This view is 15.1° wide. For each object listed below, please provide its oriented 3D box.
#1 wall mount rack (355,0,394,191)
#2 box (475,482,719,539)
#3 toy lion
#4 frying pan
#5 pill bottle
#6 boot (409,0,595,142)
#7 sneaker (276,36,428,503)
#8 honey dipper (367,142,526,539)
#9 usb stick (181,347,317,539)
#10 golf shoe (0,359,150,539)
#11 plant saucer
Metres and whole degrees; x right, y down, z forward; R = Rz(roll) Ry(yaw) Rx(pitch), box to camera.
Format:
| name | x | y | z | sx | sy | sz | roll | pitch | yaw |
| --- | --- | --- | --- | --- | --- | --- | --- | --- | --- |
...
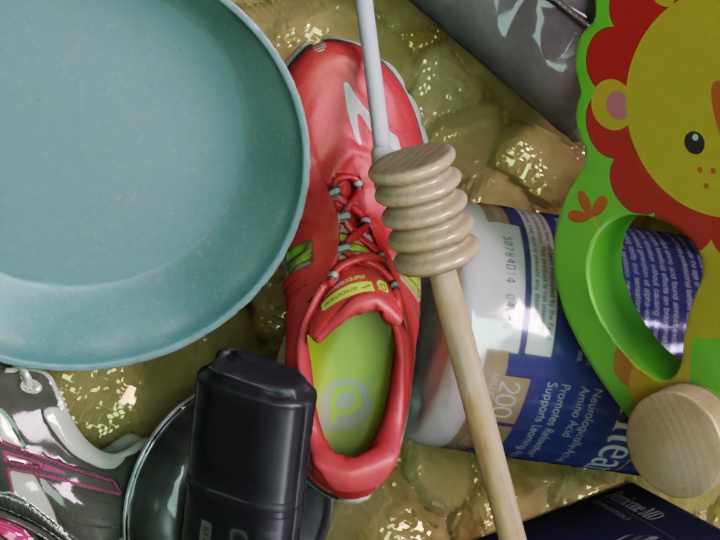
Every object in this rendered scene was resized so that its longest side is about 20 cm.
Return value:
| name | x | y | z | sx | sy | sz | roll | pitch | yaw |
| --- | --- | --- | --- | --- | --- | --- | --- | --- | --- |
| wall mount rack | 0.061 | -0.127 | 1.140 | 0.200 | 0.075 | 0.174 | -3 | 115 | -17 |
| box | 0.072 | 0.185 | 1.208 | 0.200 | 0.148 | 0.104 | -20 | 100 | -12 |
| toy lion | 0.149 | -0.035 | 1.093 | 0.069 | 0.200 | 0.192 | -19 | 71 | -50 |
| frying pan | -0.077 | 0.133 | 1.199 | 0.190 | 0.031 | 0.115 | -51 | 127 | -18 |
| pill bottle | 0.122 | 0.036 | 1.222 | 0.200 | 0.111 | 0.111 | 9 | 94 | -15 |
| boot | 0.025 | -0.127 | 1.200 | 0.200 | 0.073 | 0.182 | 43 | 87 | -16 |
| sneaker | 0.000 | 0.000 | 1.155 | 0.077 | 0.085 | 0.200 | -3 | 94 | -7 |
| honey dipper | 0.046 | 0.045 | 1.134 | 0.038 | 0.038 | 0.200 | -20 | 110 | -11 |
| usb stick | -0.053 | 0.130 | 1.161 | 0.055 | 0.033 | 0.200 | 16 | 114 | 22 |
| golf shoe | -0.182 | 0.066 | 1.175 | 0.200 | 0.077 | 0.088 | 36 | 79 | -24 |
| plant saucer | -0.121 | -0.051 | 1.126 | 0.200 | 0.036 | 0.200 | -2 | 121 | -3 |
